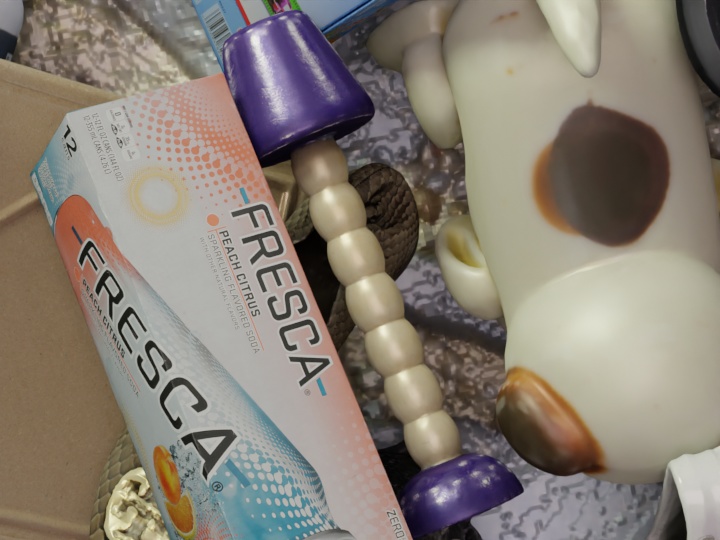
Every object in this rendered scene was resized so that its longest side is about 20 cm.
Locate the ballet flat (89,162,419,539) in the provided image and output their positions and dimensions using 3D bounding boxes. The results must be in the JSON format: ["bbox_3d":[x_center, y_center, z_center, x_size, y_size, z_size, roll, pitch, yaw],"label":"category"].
[{"bbox_3d":[-0.041,0.037,0.998,0.067,0.046,0.200,31,71,18],"label":"ballet flat"}]

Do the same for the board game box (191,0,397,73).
[{"bbox_3d":[-0.030,-0.165,0.978,0.036,0.200,0.152,-24,91,-26],"label":"board game box"}]

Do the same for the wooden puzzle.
[{"bbox_3d":[-0.111,0.023,1.015,0.199,0.037,0.186,15,91,-35],"label":"wooden puzzle"}]

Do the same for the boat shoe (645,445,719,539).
[{"bbox_3d":[0.126,0.127,0.991,0.065,0.201,0.074,-4,48,-10],"label":"boat shoe"}]

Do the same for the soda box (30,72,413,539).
[{"bbox_3d":[-0.052,0.033,0.938,0.068,0.064,0.201,-17,77,-26],"label":"soda box"}]

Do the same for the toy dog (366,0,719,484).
[{"bbox_3d":[0.100,-0.019,0.985,0.139,0.194,0.201,-10,84,-12],"label":"toy dog"}]

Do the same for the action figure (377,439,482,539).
[{"bbox_3d":[0.017,0.138,1.011,0.118,0.200,0.102,-12,133,-35],"label":"action figure"}]

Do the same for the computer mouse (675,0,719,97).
[{"bbox_3d":[0.190,-0.077,0.961,0.199,0.053,0.139,26,87,-25],"label":"computer mouse"}]

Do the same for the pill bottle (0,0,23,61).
[{"bbox_3d":[-0.201,-0.084,1.014,0.119,0.120,0.201,19,90,0],"label":"pill bottle"}]

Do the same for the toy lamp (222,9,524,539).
[{"bbox_3d":[0.000,0.000,0.965,0.058,0.058,0.201,-21,87,0],"label":"toy lamp"}]
